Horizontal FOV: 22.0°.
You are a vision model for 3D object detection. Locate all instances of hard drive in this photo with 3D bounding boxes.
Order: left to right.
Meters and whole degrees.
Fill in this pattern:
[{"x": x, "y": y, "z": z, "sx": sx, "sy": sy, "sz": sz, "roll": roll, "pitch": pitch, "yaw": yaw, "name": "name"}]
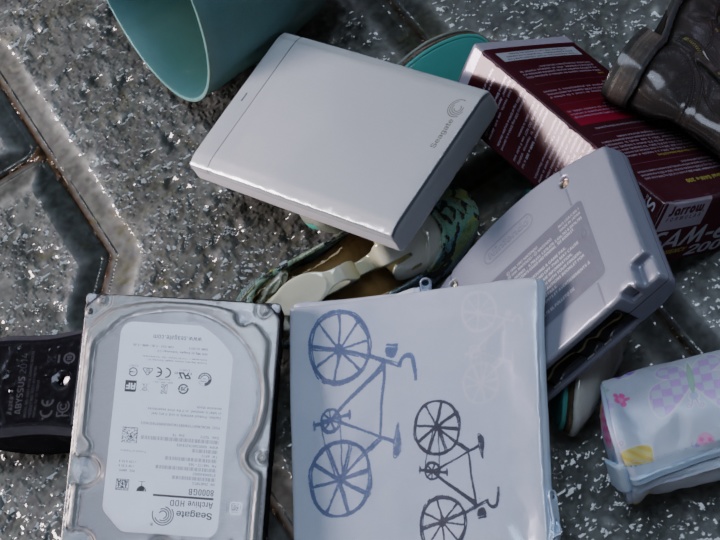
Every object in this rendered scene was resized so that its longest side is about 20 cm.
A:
[{"x": -0.128, "y": 0.118, "z": 1.261, "sx": 0.139, "sy": 0.038, "sz": 0.201, "roll": 4, "pitch": 77, "yaw": 3, "name": "hard drive"}, {"x": -0.015, "y": -0.098, "z": 1.347, "sx": 0.199, "sy": 0.027, "sz": 0.132, "roll": 21, "pitch": 68, "yaw": 36, "name": "hard drive"}]

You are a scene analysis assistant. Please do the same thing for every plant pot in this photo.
[{"x": -0.106, "y": -0.257, "z": 1.453, "sx": 0.160, "sy": 0.201, "sz": 0.201, "roll": -29, "pitch": 56, "yaw": -20, "name": "plant pot"}]

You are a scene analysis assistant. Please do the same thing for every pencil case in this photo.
[{"x": 0.255, "y": 0.094, "z": 1.206, "sx": 0.199, "sy": 0.083, "sz": 0.091, "roll": -12, "pitch": 46, "yaw": 6, "name": "pencil case"}]

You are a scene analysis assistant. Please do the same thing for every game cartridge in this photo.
[{"x": 0.121, "y": 0.016, "z": 1.248, "sx": 0.200, "sy": 0.040, "sz": 0.134, "roll": -44, "pitch": 45, "yaw": 32, "name": "game cartridge"}]

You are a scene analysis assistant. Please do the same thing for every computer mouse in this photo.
[{"x": -0.224, "y": 0.085, "z": 1.341, "sx": 0.199, "sy": 0.053, "sz": 0.139, "roll": 1, "pitch": 63, "yaw": 15, "name": "computer mouse"}]

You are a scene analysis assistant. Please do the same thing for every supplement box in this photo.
[{"x": 0.169, "y": -0.088, "z": 1.326, "sx": 0.108, "sy": 0.061, "sz": 0.200, "roll": -10, "pitch": 44, "yaw": -43, "name": "supplement box"}]

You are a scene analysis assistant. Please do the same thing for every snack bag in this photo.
[{"x": 0.040, "y": 0.100, "z": 1.229, "sx": 0.199, "sy": 0.021, "sz": 0.190, "roll": -9, "pitch": 74, "yaw": 27, "name": "snack bag"}]

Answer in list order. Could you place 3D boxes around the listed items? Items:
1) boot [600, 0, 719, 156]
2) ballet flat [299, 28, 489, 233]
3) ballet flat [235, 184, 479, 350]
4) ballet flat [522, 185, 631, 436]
[{"x": 0.278, "y": -0.121, "z": 1.337, "sx": 0.174, "sy": 0.069, "sz": 0.200, "roll": 33, "pitch": 41, "yaw": 13, "name": "boot"}, {"x": 0.023, "y": -0.107, "z": 1.401, "sx": 0.067, "sy": 0.064, "sz": 0.200, "roll": 46, "pitch": 72, "yaw": -14, "name": "ballet flat"}, {"x": 0.000, "y": 0.000, "z": 1.331, "sx": 0.199, "sy": 0.074, "sz": 0.074, "roll": -32, "pitch": 57, "yaw": -3, "name": "ballet flat"}, {"x": 0.157, "y": 0.021, "z": 1.292, "sx": 0.069, "sy": 0.070, "sz": 0.201, "roll": -10, "pitch": 56, "yaw": 7, "name": "ballet flat"}]
